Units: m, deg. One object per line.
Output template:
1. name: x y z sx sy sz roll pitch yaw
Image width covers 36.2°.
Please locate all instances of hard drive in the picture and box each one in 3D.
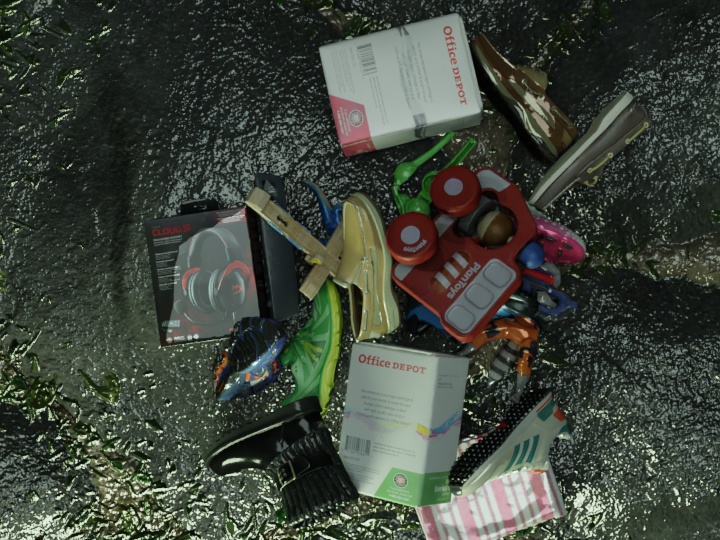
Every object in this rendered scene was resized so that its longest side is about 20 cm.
1. hard drive: -0.116 -0.030 1.506 0.042 0.135 0.201 -7 88 -7

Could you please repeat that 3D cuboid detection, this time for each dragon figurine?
1. dragon figurine: -0.031 -0.039 1.534 0.200 0.059 0.099 39 91 3

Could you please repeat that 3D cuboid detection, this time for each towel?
1. towel: 0.171 0.302 1.523 0.200 0.030 0.147 -20 87 4

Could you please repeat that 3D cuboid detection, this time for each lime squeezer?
1. lime squeezer: 0.074 -0.107 1.546 0.070 0.038 0.201 15 89 -27
2. lime squeezer: 0.094 -0.093 1.491 0.038 0.071 0.200 32 96 -25

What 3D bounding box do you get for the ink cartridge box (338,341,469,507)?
1. ink cartridge box: 0.055 0.202 1.477 0.145 0.087 0.201 6 89 38

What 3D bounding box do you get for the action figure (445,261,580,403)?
1. action figure: 0.202 0.058 1.514 0.200 0.105 0.194 32 84 33

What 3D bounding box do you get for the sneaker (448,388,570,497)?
1. sneaker: 0.207 0.248 1.462 0.200 0.070 0.093 -41 101 -26

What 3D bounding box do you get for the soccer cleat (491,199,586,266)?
1. soccer cleat: 0.216 -0.072 1.494 0.200 0.070 0.086 18 56 16

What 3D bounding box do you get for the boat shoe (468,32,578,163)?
1. boat shoe: 0.225 -0.244 1.518 0.074 0.076 0.200 -37 94 -2

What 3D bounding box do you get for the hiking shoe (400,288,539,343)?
1. hiking shoe: 0.146 0.056 1.455 0.200 0.074 0.087 5 86 40

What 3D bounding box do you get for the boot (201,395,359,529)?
1. boot: -0.113 0.278 1.485 0.211 0.079 0.158 -29 75 29

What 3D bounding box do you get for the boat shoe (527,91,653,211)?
1. boat shoe: 0.314 -0.152 1.505 0.060 0.072 0.200 42 95 -6

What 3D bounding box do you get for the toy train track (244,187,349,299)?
1. toy train track: -0.067 -0.040 1.446 0.200 0.033 0.115 40 67 -25

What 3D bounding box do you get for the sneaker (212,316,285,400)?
1. sneaker: -0.140 0.117 1.489 0.078 0.200 0.076 1 66 -26

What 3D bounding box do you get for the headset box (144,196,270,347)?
1. headset box: -0.214 -0.001 1.540 0.148 0.075 0.201 -7 88 5

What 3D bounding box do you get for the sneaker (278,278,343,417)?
1. sneaker: -0.069 0.108 1.526 0.083 0.074 0.201 10 89 1

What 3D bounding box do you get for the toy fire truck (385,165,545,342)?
1. toy fire truck: 0.140 -0.026 1.393 0.168 0.112 0.200 39 81 25

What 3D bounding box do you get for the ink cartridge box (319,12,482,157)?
1. ink cartridge box: 0.057 -0.253 1.517 0.199 0.083 0.147 -13 83 4

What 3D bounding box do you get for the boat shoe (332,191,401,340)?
1. boat shoe: 0.000 0.000 1.434 0.076 0.072 0.200 -20 109 -21
